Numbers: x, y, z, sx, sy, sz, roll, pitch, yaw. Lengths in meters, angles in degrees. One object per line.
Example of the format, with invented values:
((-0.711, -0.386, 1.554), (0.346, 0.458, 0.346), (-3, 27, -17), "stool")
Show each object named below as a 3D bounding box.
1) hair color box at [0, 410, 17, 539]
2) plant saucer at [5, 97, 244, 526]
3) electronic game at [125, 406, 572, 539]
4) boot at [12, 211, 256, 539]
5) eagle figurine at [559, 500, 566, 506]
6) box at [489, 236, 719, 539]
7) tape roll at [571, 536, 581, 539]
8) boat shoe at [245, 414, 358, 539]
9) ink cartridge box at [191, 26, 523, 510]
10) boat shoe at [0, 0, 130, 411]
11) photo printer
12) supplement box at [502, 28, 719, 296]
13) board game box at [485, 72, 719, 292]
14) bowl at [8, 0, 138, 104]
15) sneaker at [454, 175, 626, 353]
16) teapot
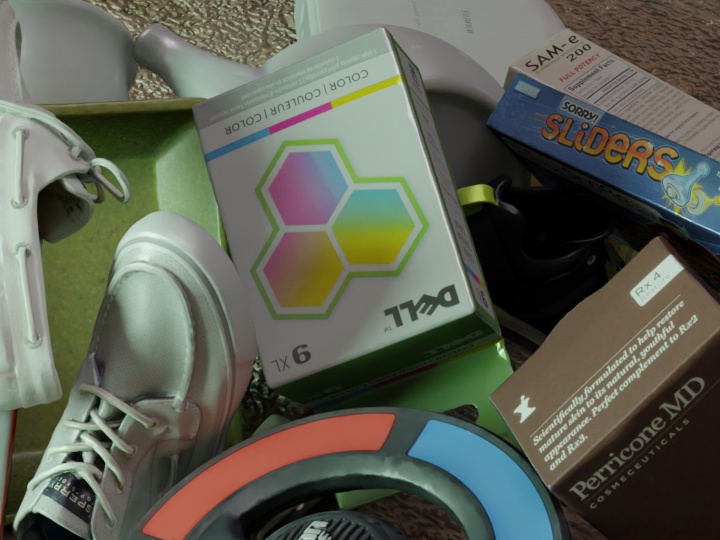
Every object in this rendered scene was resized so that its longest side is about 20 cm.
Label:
((-0.255, 0.088, 0.722), (0.198, 0.102, 0.061), (7, 3, -11), "hair color box")
((-0.163, 0.020, 0.811), (0.199, 0.201, 0.048), (-5, 5, -24), "plant saucer")
((-0.014, 0.127, 0.648), (0.199, 0.042, 0.201), (-12, 37, 9), "electronic game")
((-0.102, 0.076, 0.716), (0.073, 0.201, 0.096), (23, 42, 18), "boot")
((0.203, 0.099, 0.848), (0.199, 0.152, 0.151), (31, 61, 12), "eagle figurine")
((0.159, 0.087, 0.703), (0.200, 0.100, 0.075), (40, 11, -31), "box")
((0.088, 0.213, 0.672), (0.202, 0.037, 0.204), (12, 61, -23), "tape roll")
((-0.049, 0.141, 0.761), (0.060, 0.074, 0.200), (17, 30, 11), "boat shoe")
((0.000, 0.000, 0.768), (0.103, 0.059, 0.201), (-20, 72, 13), "ink cartridge box")
((-0.142, -0.035, 0.715), (0.085, 0.075, 0.203), (-1, 61, -4), "boat shoe")
((0.057, -0.143, 1.137), (0.198, 0.070, 0.167), (6, 39, -10), "photo printer")
((0.173, -0.041, 1.006), (0.199, 0.127, 0.073), (32, 42, 22), "supplement box")
((0.173, -0.026, 0.854), (0.199, 0.035, 0.135), (30, -4, 35), "board game box")
((-0.209, -0.061, 0.885), (0.200, 0.201, 0.091), (-7, 69, -25), "bowl")
((0.112, 0.001, 0.862), (0.199, 0.083, 0.072), (16, 50, -42), "sneaker")
((-0.007, -0.058, 0.935), (0.196, 0.201, 0.146), (-21, 36, -20), "teapot")
